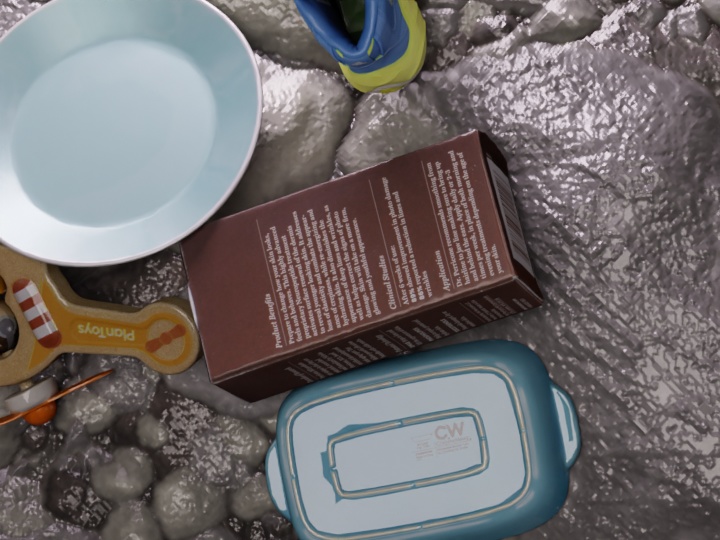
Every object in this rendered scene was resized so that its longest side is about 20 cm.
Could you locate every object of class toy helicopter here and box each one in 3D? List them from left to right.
[{"bbox_3d":[-0.187,0.043,1.742,0.200,0.079,0.133,6,105,22],"label":"toy helicopter"}]

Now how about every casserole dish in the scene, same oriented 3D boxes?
[{"bbox_3d":[0.033,0.111,1.702,0.199,0.039,0.121,-12,85,14],"label":"casserole dish"}]

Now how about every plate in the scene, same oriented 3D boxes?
[{"bbox_3d":[-0.155,-0.088,1.742,0.200,0.026,0.201,-5,64,10],"label":"plate"}]

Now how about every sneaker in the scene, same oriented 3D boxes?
[{"bbox_3d":[-0.011,-0.207,1.691,0.076,0.105,0.200,-20,83,13],"label":"sneaker"}]

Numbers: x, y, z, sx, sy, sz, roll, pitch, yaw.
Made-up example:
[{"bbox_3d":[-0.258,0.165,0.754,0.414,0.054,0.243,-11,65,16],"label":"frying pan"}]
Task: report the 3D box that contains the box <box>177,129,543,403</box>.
[{"bbox_3d":[0.000,0.000,1.689,0.200,0.075,0.100,-18,71,13],"label":"box"}]
